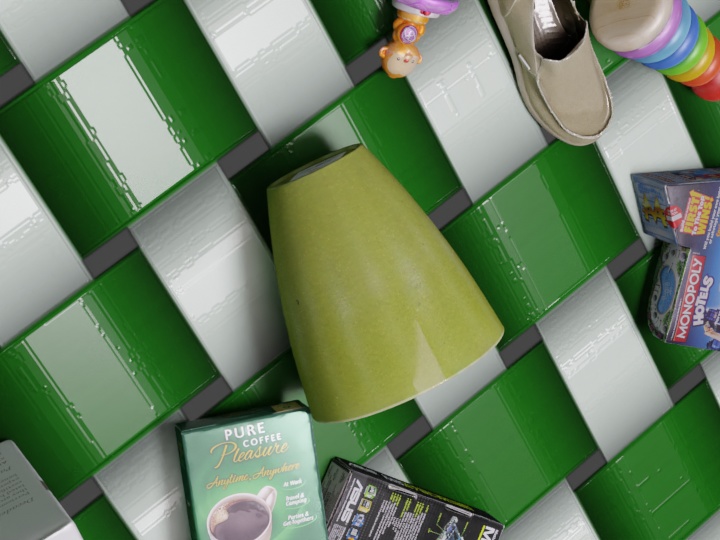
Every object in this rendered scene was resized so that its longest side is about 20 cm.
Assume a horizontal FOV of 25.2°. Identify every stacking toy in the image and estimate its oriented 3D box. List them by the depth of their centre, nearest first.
[{"bbox_3d":[0.056,-0.262,1.404,0.115,0.110,0.202,6,111,-31],"label":"stacking toy"},{"bbox_3d":[0.300,-0.214,1.537,0.199,0.085,0.086,26,90,-48],"label":"stacking toy"}]

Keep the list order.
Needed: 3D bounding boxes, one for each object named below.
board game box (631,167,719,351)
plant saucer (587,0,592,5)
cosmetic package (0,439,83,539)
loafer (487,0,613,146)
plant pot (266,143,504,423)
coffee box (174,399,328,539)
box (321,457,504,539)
[{"bbox_3d":[0.354,-0.025,1.631,0.198,0.062,0.202,10,98,-28],"label":"board game box"},{"bbox_3d":[0.294,-0.368,1.520,0.199,0.048,0.202,-20,111,-22],"label":"plant saucer"},{"bbox_3d":[-0.297,0.269,1.287,0.164,0.200,0.166,-28,115,-18],"label":"cosmetic package"},{"bbox_3d":[0.182,-0.197,1.492,0.076,0.068,0.201,-40,117,-13],"label":"loafer"},{"bbox_3d":[0.000,0.000,1.403,0.186,0.187,0.201,-28,100,-18],"label":"plant pot"},{"bbox_3d":[-0.092,0.225,1.447,0.122,0.044,0.202,-11,99,-14],"label":"coffee box"},{"bbox_3d":[0.020,0.302,1.550,0.192,0.047,0.202,22,91,-32],"label":"box"}]
